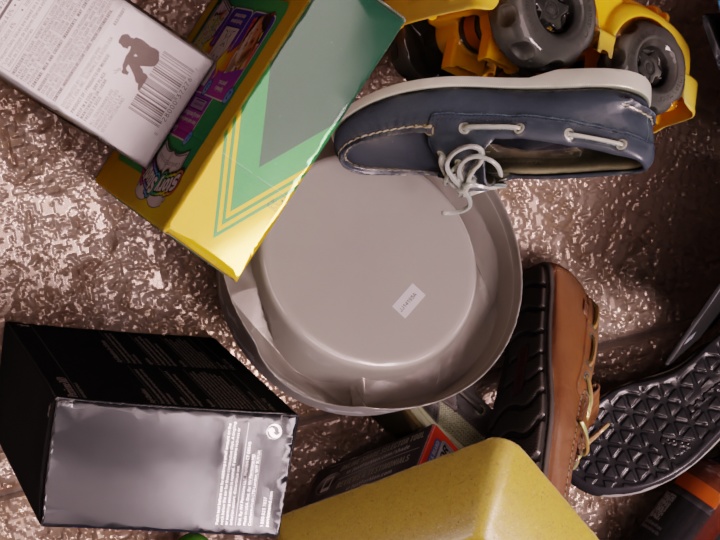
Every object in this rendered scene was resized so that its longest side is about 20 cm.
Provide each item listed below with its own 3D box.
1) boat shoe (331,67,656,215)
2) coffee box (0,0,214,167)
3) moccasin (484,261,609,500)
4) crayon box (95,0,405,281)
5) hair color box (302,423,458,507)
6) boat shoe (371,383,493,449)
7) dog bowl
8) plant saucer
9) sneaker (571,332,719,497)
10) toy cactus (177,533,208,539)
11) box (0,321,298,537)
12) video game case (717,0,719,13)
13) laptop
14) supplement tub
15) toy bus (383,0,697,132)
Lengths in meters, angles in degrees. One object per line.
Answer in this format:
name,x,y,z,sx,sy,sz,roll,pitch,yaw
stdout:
boat shoe,0.078,-0.075,1.167,0.199,0.075,0.062,-3,65,10
coffee box,-0.198,-0.150,1.136,0.200,0.113,0.080,33,89,-20
moccasin,0.126,0.090,1.269,0.078,0.202,0.074,32,130,-24
crayon box,-0.071,-0.096,1.142,0.058,0.200,0.173,32,89,-21
hair color box,0.063,0.203,1.289,0.200,0.111,0.064,48,41,-19
boat shoe,0.048,0.084,1.291,0.201,0.072,0.066,46,71,-17
dog bowl,0.000,0.000,1.219,0.199,0.059,0.201,7,68,-17
plant saucer,0.067,0.212,1.221,0.200,0.049,0.200,-25,117,34
sneaker,0.226,0.098,1.342,0.199,0.083,0.072,-29,77,-7
toy cactus,-0.089,0.275,1.275,0.165,0.102,0.200,-31,117,0
box,-0.135,0.091,1.157,0.141,0.200,0.079,8,98,-19
video game case,0.275,-0.125,1.261,0.018,0.200,0.144,-16,99,23
laptop,0.234,-0.061,1.285,0.103,0.177,0.201,-19,91,22
supplement tub,0.242,0.207,1.356,0.107,0.107,0.200,39,88,-21
toy bus,0.123,-0.195,1.236,0.199,0.135,0.193,22,73,-32
